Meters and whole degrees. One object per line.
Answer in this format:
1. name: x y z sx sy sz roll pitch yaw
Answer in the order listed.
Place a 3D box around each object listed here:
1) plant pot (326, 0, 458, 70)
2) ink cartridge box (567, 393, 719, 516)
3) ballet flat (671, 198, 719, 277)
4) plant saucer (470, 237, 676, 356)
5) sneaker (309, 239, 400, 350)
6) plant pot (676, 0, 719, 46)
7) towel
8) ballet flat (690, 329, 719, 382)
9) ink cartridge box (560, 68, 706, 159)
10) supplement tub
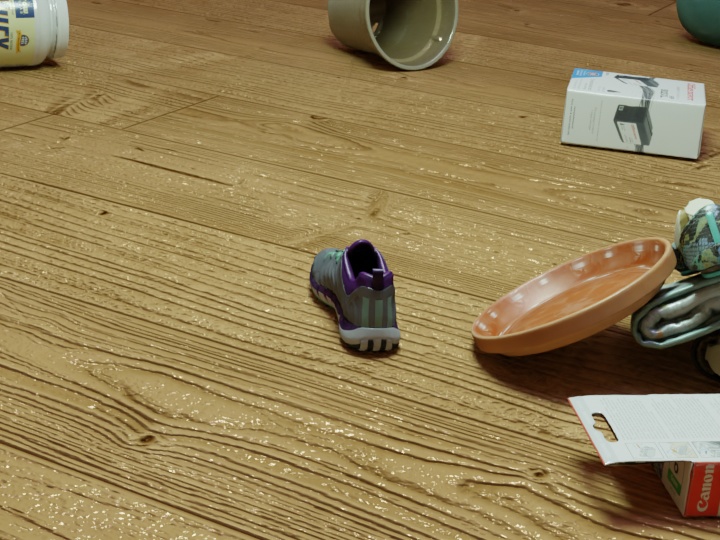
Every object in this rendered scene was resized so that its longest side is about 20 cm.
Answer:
1. plant pot: 0.042 -0.459 2.333 0.198 0.203 0.183 -10 14 -32
2. ink cartridge box: 0.266 0.141 1.017 0.197 0.051 0.109 0 22 -7
3. ballet flat: 0.315 -0.032 1.195 0.073 0.075 0.200 6 0 6
4. plant saucer: 0.197 0.028 1.210 0.198 0.033 0.200 -26 8 4
5. sneaker: 0.000 0.000 1.272 0.073 0.089 0.200 -3 23 -16
6. plant pot: 0.730 -0.539 2.631 0.199 0.204 0.160 -15 15 -40
7. towel: 0.344 0.019 1.209 0.198 0.049 0.171 -19 -3 13
8. ballet flat: 0.357 0.092 1.127 0.072 0.074 0.200 -7 18 -26
9. ink cartridge box: 0.401 -0.231 1.930 0.197 0.085 0.145 8 21 11
10. supplement tub: -0.575 -0.396 2.090 0.198 0.147 0.145 -8 24 -26
